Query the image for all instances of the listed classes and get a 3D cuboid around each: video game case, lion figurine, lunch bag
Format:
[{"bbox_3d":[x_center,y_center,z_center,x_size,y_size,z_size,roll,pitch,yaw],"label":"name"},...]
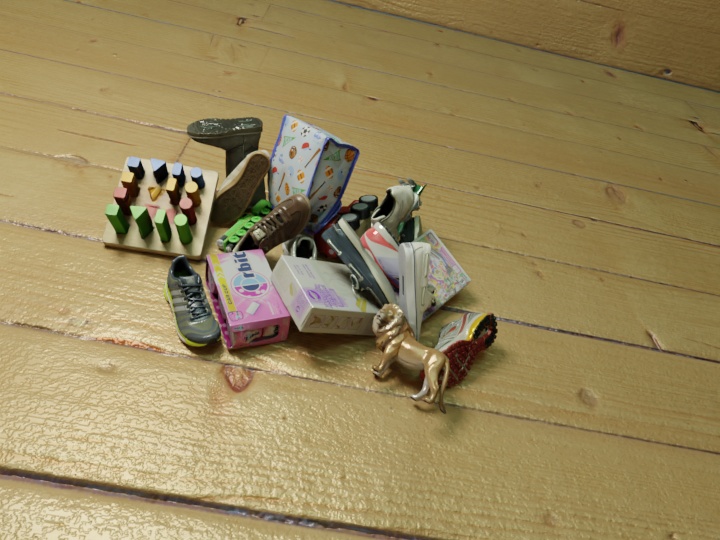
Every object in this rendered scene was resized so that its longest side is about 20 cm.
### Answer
[{"bbox_3d":[0.124,0.017,1.196,0.198,0.018,0.144,-34,82,-31],"label":"video game case"},{"bbox_3d":[0.093,0.150,1.012,0.198,0.073,0.123,31,73,21],"label":"lion figurine"},{"bbox_3d":[-0.112,-0.198,1.222,0.122,0.204,0.169,10,18,-45],"label":"lunch bag"}]

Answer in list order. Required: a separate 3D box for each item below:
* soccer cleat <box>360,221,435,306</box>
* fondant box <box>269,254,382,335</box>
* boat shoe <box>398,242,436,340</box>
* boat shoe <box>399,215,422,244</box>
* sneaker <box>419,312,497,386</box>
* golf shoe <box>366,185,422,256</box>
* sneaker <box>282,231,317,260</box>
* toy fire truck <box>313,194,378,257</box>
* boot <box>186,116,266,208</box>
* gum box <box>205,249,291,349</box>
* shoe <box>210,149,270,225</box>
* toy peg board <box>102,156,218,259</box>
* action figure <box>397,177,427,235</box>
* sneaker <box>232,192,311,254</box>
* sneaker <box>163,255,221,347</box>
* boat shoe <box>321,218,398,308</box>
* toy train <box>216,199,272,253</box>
[{"bbox_3d":[0.074,0.001,1.145,0.201,0.073,0.068,52,3,-4],"label":"soccer cleat"},{"bbox_3d":[-0.055,0.049,1.086,0.197,0.059,0.145,7,35,-42],"label":"fondant box"},{"bbox_3d":[0.110,0.046,1.085,0.068,0.205,0.071,-5,13,-11],"label":"boat shoe"},{"bbox_3d":[0.101,-0.044,1.292,0.064,0.075,0.203,-4,51,15],"label":"boat shoe"},{"bbox_3d":[0.177,0.148,1.093,0.198,0.079,0.081,-33,25,-34],"label":"sneaker"},{"bbox_3d":[0.042,-0.090,1.203,0.096,0.203,0.078,5,28,-49],"label":"golf shoe"},{"bbox_3d":[-0.119,-0.049,1.205,0.074,0.093,0.202,1,41,-17],"label":"sneaker"},{"bbox_3d":[-0.070,-0.120,1.304,0.195,0.131,0.176,7,30,22],"label":"toy fire truck"},{"bbox_3d":[-0.292,-0.231,1.281,0.178,0.203,0.073,-7,43,-22],"label":"boot"},{"bbox_3d":[-0.212,0.053,1.074,0.111,0.067,0.201,-7,44,-26],"label":"gum box"},{"bbox_3d":[-0.260,-0.181,1.252,0.069,0.200,0.054,35,19,-26],"label":"shoe"},{"bbox_3d":[-0.404,-0.147,1.161,0.195,0.098,0.204,9,67,-6],"label":"toy peg board"},{"bbox_3d":[0.071,-0.108,1.293,0.054,0.204,0.118,26,-9,-23],"label":"action figure"},{"bbox_3d":[-0.177,-0.077,1.150,0.071,0.199,0.075,53,29,1],"label":"sneaker"},{"bbox_3d":[-0.305,0.055,1.031,0.073,0.082,0.200,-16,48,-32],"label":"sneaker"},{"bbox_3d":[0.000,0.000,1.085,0.202,0.061,0.075,55,9,-7],"label":"boat shoe"},{"bbox_3d":[-0.247,-0.099,1.269,0.055,0.043,0.201,16,38,17],"label":"toy train"}]
